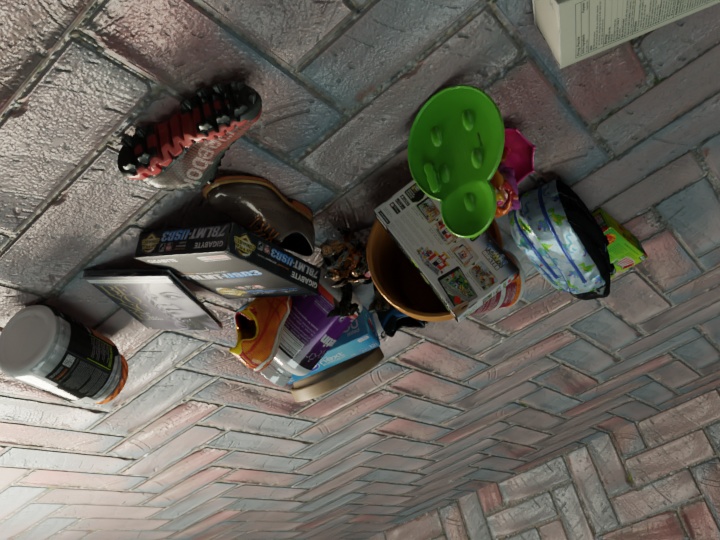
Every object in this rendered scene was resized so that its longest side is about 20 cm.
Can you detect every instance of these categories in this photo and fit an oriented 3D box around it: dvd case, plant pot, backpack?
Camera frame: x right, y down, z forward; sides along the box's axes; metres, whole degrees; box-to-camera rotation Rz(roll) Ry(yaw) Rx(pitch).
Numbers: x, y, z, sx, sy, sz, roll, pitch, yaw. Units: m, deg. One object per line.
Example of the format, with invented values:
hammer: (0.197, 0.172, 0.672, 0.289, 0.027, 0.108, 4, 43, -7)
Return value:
dvd case: (-0.328, 0.052, 1.074, 0.147, 0.016, 0.201, 0, 151, 15)
plant pot: (0.118, -0.010, 1.024, 0.198, 0.202, 0.140, -19, 160, 5)
plant pot: (-0.059, 0.175, 1.330, 0.199, 0.094, 0.201, -25, 180, 0)
backpack: (0.341, -0.060, 1.129, 0.152, 0.165, 0.200, -11, 145, 21)

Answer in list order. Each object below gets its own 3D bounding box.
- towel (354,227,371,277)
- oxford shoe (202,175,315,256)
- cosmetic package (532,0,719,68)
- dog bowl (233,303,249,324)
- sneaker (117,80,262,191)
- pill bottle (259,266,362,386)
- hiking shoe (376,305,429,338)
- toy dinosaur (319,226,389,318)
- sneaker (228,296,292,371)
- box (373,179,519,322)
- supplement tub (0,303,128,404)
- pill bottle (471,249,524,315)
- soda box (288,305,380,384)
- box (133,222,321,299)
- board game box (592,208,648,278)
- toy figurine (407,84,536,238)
towel: (0.066, -0.044, 1.146, 0.198, 0.030, 0.147, -18, 148, 9)
oxford shoe: (-0.136, -0.076, 0.955, 0.071, 0.074, 0.199, -37, 143, 30)
cosmetic package: (0.302, -0.328, 0.750, 0.198, 0.088, 0.104, -21, 149, 6)
dog bowl: (-0.136, 0.097, 1.247, 0.197, 0.050, 0.112, -11, 148, -11)
sneaker: (-0.193, -0.156, 0.809, 0.199, 0.072, 0.098, -25, 147, 18)
pill bottle: (-0.096, 0.100, 1.148, 0.200, 0.112, 0.112, -50, 143, 3)
hiking shoe: (0.127, 0.073, 1.294, 0.198, 0.087, 0.075, -18, 149, 3)
toy dinosaur: (0.000, 0.000, 1.054, 0.101, 0.138, 0.199, -15, 170, 43)
sneaker: (-0.161, 0.071, 1.076, 0.073, 0.201, 0.077, -36, 116, 23)
box: (0.119, -0.039, 0.940, 0.110, 0.201, 0.035, -36, 161, -2)
supplement tub: (-0.483, 0.147, 1.097, 0.121, 0.124, 0.200, -22, 147, 9)
pill bottle: (0.191, 0.028, 1.207, 0.198, 0.110, 0.110, -10, 149, -28)
soda box: (-0.068, 0.137, 1.228, 0.198, 0.068, 0.064, -24, 147, 12)
box: (-0.193, -0.009, 0.983, 0.198, 0.050, 0.198, -3, 161, 34)
board game box: (0.477, -0.045, 1.309, 0.101, 0.048, 0.199, -36, 144, 28)
toy figurine: (0.183, -0.138, 0.923, 0.149, 0.203, 0.183, -23, 164, 39)
